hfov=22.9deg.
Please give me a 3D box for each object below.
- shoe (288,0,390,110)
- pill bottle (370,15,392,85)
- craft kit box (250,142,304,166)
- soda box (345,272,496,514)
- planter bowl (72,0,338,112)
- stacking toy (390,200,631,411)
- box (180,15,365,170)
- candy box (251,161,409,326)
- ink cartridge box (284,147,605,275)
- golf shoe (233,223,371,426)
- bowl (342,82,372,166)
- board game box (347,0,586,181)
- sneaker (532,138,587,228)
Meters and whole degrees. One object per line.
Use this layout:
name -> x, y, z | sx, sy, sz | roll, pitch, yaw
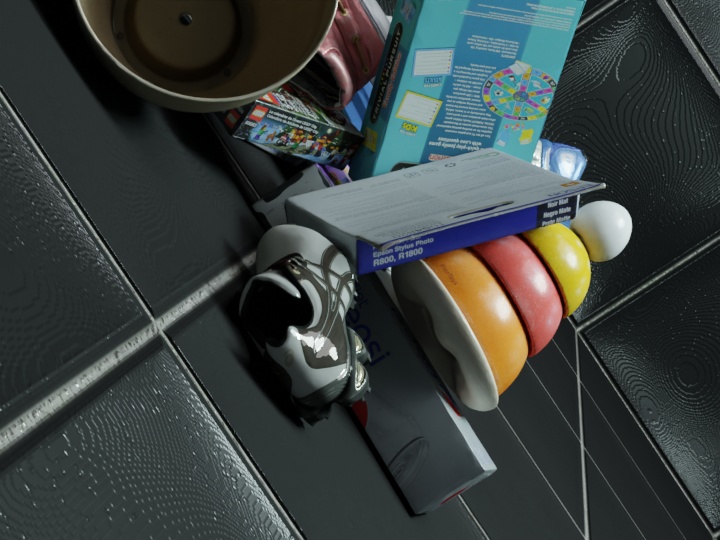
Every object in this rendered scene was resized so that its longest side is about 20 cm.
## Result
shoe -> -0.052, -0.231, 1.476 | 0.200, 0.071, 0.091 | 53, 47, -18
pill bottle -> 0.046, -0.159, 1.828 | 0.201, 0.112, 0.112 | 63, 11, 22
craft kit box -> -0.126, -0.207, 1.724 | 0.201, 0.048, 0.197 | 59, 13, 12
soda box -> 0.025, 0.092, 1.412 | 0.201, 0.068, 0.063 | 59, 8, 11
planter bowl -> -0.127, -0.206, 1.351 | 0.201, 0.200, 0.135 | 57, -18, 2
stacking toy -> 0.137, 0.008, 1.435 | 0.147, 0.199, 0.146 | 58, -10, 16
box -> -0.099, -0.171, 1.517 | 0.136, 0.038, 0.200 | 15, 28, -48
candy box -> 0.000, 0.000, 1.581 | 0.200, 0.071, 0.168 | 56, 9, -1
ink cartridge box -> 0.065, -0.044, 1.404 | 0.200, 0.199, 0.041 | -152, -130, -65
golf shoe -> -0.048, 0.015, 1.279 | 0.095, 0.078, 0.200 | 49, 11, -38
bowl -> -0.009, -0.118, 1.786 | 0.201, 0.039, 0.202 | 160, -90, -76
board game box -> 0.088, -0.155, 1.509 | 0.150, 0.201, 0.047 | 5, 26, -25
sneaker -> 0.177, -0.022, 1.653 | 0.079, 0.089, 0.201 | -130, -137, -65
